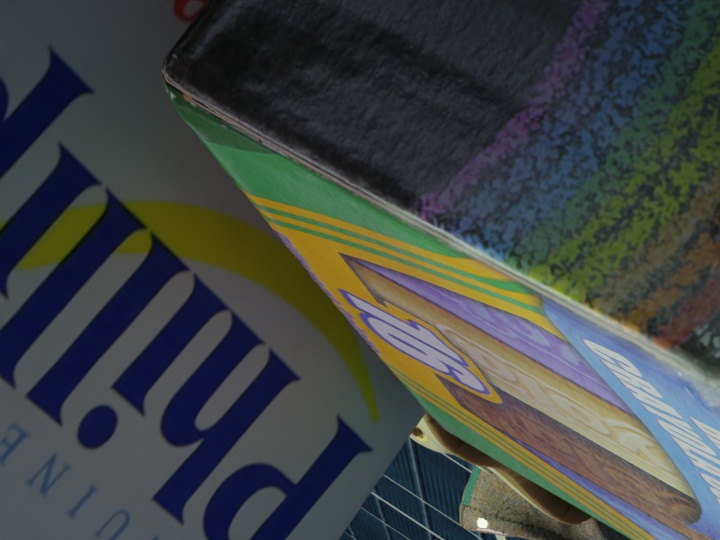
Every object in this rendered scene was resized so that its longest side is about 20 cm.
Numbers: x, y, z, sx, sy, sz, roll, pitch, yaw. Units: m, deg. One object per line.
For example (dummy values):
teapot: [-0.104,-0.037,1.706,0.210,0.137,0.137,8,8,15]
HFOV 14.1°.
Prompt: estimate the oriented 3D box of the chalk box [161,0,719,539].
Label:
chalk box: [0.101,-0.005,0.370,0.200,0.125,0.124,31,170,28]

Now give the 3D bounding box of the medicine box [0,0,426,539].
medicine box: [-0.049,-0.050,0.422,0.103,0.200,0.182,28,169,34]

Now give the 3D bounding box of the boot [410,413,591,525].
boot: [0.000,0.000,0.934,0.155,0.073,0.200,30,173,31]

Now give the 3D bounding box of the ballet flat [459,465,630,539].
ballet flat: [0.121,0.135,1.199,0.200,0.067,0.068,36,171,-10]
